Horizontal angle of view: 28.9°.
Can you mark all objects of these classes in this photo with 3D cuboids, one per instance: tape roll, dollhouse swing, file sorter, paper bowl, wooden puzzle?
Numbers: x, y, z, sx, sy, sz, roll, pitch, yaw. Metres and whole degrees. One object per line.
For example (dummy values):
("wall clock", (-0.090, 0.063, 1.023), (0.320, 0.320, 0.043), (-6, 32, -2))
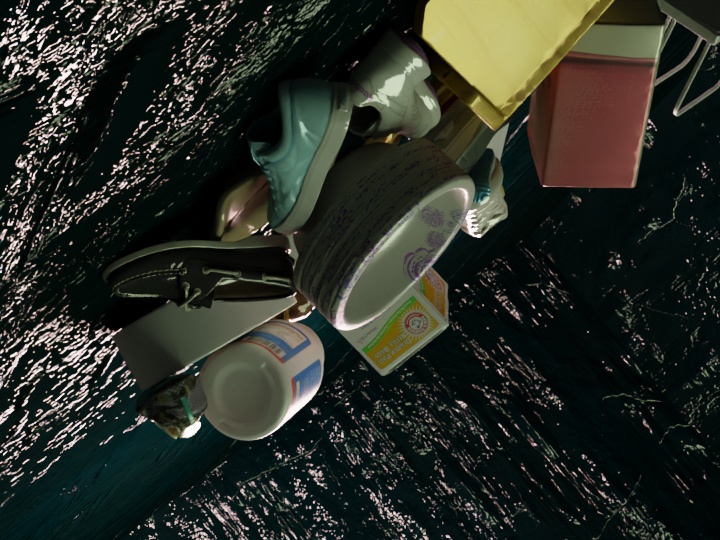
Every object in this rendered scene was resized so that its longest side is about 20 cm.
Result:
("tape roll", (-0.173, 0.054, 1.546), (0.201, 0.071, 0.202), (-29, -178, 1))
("dollhouse swing", (0.127, -0.275, 1.351), (0.200, 0.175, 0.182), (-48, -149, 8))
("file sorter", (0.333, -0.293, 1.589), (0.138, 0.200, 0.125), (-32, 154, -42))
("paper bowl", (0.012, -0.047, 1.393), (0.200, 0.104, 0.201), (-41, 161, -17))
("wooden puzzle", (-0.089, -0.091, 1.438), (0.200, 0.037, 0.185), (-42, 173, -22))

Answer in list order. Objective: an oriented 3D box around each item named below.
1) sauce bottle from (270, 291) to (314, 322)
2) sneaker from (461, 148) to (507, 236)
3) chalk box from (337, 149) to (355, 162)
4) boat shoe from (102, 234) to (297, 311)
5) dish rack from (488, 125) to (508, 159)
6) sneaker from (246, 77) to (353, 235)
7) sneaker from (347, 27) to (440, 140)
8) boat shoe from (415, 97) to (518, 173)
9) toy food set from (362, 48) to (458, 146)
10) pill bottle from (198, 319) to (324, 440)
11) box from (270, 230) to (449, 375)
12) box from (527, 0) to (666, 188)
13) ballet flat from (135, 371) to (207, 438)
("sauce bottle", (-0.106, 0.040, 1.738), (0.199, 0.065, 0.065), (-22, 177, 15))
("sneaker", (0.134, -0.084, 1.580), (0.076, 0.081, 0.200), (-34, -175, 2))
("chalk box", (0.017, -0.069, 1.727), (0.125, 0.124, 0.200), (-43, 173, 18))
("boat shoe", (-0.153, 0.009, 1.368), (0.199, 0.061, 0.074), (-6, 160, -34))
("dish rack", (0.164, -0.165, 1.791), (0.172, 0.043, 0.202), (-3, 105, -76))
("sneaker", (-0.070, -0.111, 1.289), (0.201, 0.081, 0.074), (116, -18, -48))
("sneaker", (0.023, -0.168, 1.379), (0.100, 0.075, 0.200), (-45, 163, -4))
("boat shoe", (0.123, -0.175, 1.495), (0.203, 0.064, 0.075), (-54, 161, -16))
("toy food set", (0.084, -0.202, 1.568), (0.198, 0.049, 0.200), (-45, 171, 28))
("pill bottle", (-0.106, 0.120, 1.626), (0.112, 0.112, 0.200), (-42, 176, 16))
("box", (0.000, 0.000, 1.571), (0.101, 0.200, 0.113), (-38, -165, 17))
("box", (0.248, -0.205, 1.500), (0.128, 0.108, 0.201), (-93, -176, -54))
("ballet flat", (-0.205, 0.152, 1.528), (0.072, 0.072, 0.200), (-38, -177, -14))
